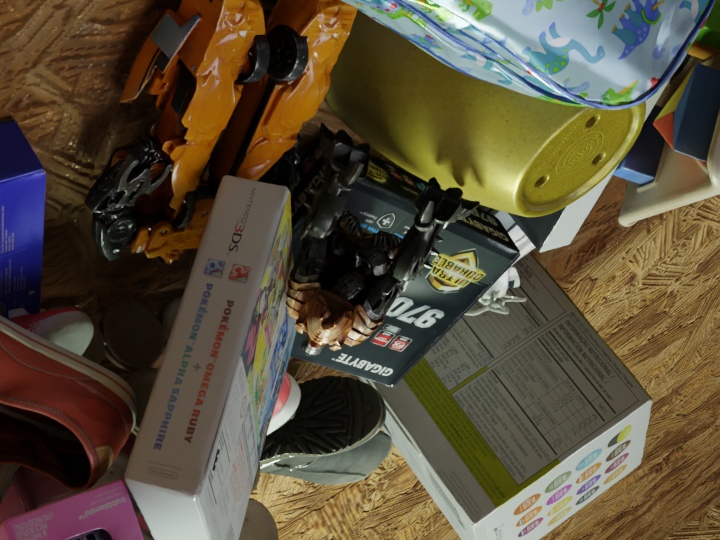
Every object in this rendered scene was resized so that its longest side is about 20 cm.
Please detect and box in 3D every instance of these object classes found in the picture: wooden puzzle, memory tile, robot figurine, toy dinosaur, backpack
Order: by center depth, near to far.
[{"bbox_3d":[0.083,-0.164,0.609,0.200,0.154,0.164,34,88,-47],"label":"backpack"},{"bbox_3d":[-0.083,-0.086,0.694,0.145,0.058,0.200,-8,141,-44],"label":"robot figurine"},{"bbox_3d":[-0.001,0.001,0.727,0.102,0.200,0.136,21,106,-22],"label":"toy dinosaur"},{"bbox_3d":[-0.134,0.114,0.809,0.017,0.201,0.153,-28,165,39],"label":"memory tile"},{"bbox_3d":[0.231,-0.135,0.867,0.200,0.046,0.186,129,-23,-82],"label":"wooden puzzle"}]

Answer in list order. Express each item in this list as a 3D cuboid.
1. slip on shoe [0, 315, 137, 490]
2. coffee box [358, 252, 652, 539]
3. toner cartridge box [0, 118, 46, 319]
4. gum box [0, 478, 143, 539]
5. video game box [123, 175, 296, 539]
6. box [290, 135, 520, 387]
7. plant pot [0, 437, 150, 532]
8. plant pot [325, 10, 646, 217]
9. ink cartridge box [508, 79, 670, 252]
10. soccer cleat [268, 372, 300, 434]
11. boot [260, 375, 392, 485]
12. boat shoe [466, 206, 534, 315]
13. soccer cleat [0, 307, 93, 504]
[{"bbox_3d":[-0.212,0.057,0.619,0.199,0.061,0.074,26,130,-17],"label":"slip on shoe"},{"bbox_3d":[0.136,0.133,1.152,0.197,0.200,0.200,-34,154,-7],"label":"coffee box"},{"bbox_3d":[-0.232,0.010,0.682,0.095,0.043,0.200,-19,148,-30],"label":"toner cartridge box"},{"bbox_3d":[-0.162,0.192,0.671,0.066,0.114,0.200,-17,170,-28],"label":"gum box"},{"bbox_3d":[-0.081,0.071,0.717,0.200,0.047,0.183,94,11,-63],"label":"video game box"},{"bbox_3d":[0.000,0.000,0.893,0.200,0.046,0.159,22,119,-43],"label":"box"},{"bbox_3d":[-0.181,0.208,0.875,0.178,0.200,0.200,-23,151,-18],"label":"plant pot"},{"bbox_3d":[0.096,-0.118,0.766,0.199,0.142,0.200,-28,153,-16],"label":"plant pot"},{"bbox_3d":[0.155,-0.116,0.889,0.039,0.100,0.200,-14,145,-34],"label":"ink cartridge box"},{"bbox_3d":[-0.145,0.132,0.976,0.200,0.068,0.073,-34,130,2],"label":"soccer cleat"},{"bbox_3d":[-0.019,0.157,1.115,0.181,0.073,0.200,-15,155,26],"label":"boot"},{"bbox_3d":[0.109,0.000,1.018,0.202,0.086,0.075,-42,-167,0],"label":"boat shoe"},{"bbox_3d":[-0.221,0.102,0.699,0.200,0.085,0.069,-41,153,9],"label":"soccer cleat"}]
